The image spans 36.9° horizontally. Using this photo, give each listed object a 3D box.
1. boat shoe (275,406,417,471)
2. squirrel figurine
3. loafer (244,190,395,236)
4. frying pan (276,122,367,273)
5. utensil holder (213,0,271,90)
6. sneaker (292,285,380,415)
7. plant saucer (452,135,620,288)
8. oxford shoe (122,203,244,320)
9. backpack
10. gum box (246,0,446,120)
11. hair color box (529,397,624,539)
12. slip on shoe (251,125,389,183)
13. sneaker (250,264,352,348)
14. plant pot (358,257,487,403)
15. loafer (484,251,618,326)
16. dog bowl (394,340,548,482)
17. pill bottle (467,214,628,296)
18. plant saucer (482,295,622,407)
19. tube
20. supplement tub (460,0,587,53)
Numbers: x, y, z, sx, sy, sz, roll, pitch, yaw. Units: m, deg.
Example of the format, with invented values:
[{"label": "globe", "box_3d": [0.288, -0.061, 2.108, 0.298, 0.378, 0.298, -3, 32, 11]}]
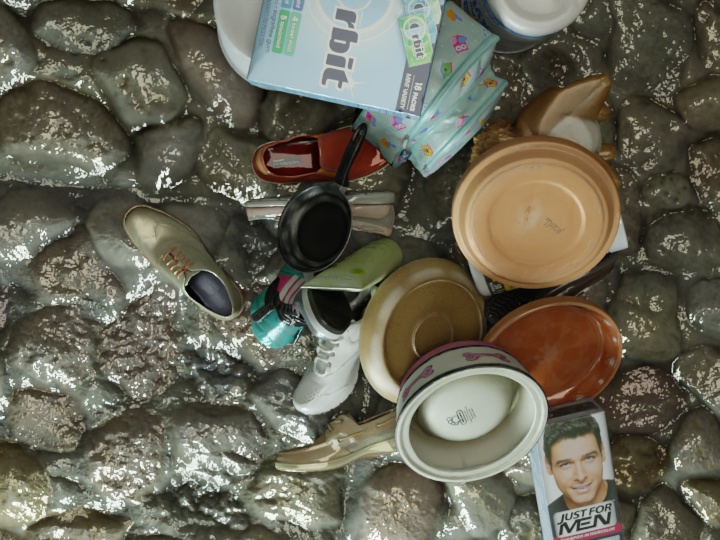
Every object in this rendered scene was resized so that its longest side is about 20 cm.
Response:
[{"label": "boat shoe", "box_3d": [-0.019, 0.222, 1.435, 0.199, 0.072, 0.065, -12, 89, -9]}, {"label": "squirrel figurine", "box_3d": [0.221, -0.164, 1.369, 0.199, 0.187, 0.142, -16, 104, 2]}, {"label": "loafer", "box_3d": [-0.051, -0.069, 1.414, 0.199, 0.072, 0.063, -4, 99, -7]}, {"label": "frying pan", "box_3d": [-0.048, -0.088, 1.344, 0.114, 0.031, 0.191, 4, 79, 34]}, {"label": "utensil holder", "box_3d": [-0.097, -0.315, 1.327, 0.169, 0.200, 0.171, 0, 95, -4]}, {"label": "sneaker", "box_3d": [-0.028, 0.098, 1.408, 0.074, 0.087, 0.200, 32, 84, 37]}, {"label": "plant saucer", "box_3d": [0.209, -0.063, 1.287, 0.199, 0.032, 0.201, 3, 123, 4]}, {"label": "oxford shoe", "box_3d": [-0.228, -0.013, 1.400, 0.200, 0.074, 0.071, 41, 90, -6]}, {"label": "backpack", "box_3d": [0.090, -0.224, 1.323, 0.153, 0.200, 0.176, 40, 70, 8]}, {"label": "gum box", "box_3d": [-0.012, -0.273, 1.204, 0.199, 0.045, 0.171, 13, 93, 1]}, {"label": "hair color box", "box_3d": [0.287, 0.282, 1.452, 0.098, 0.061, 0.201, -12, 102, -4]}, {"label": "slip on shoe", "box_3d": [-0.043, -0.151, 1.411, 0.199, 0.061, 0.075, -7, 92, -6]}, {"label": "sneaker", "box_3d": [-0.083, 0.057, 1.366, 0.083, 0.200, 0.121, 35, 106, -23]}, {"label": "plant pot", "box_3d": [0.090, 0.085, 1.411, 0.199, 0.027, 0.201, -8, 107, -28]}, {"label": "loafer", "box_3d": [0.258, 0.027, 1.450, 0.199, 0.073, 0.071, -30, 131, -4]}, {"label": "dog bowl", "box_3d": [0.135, 0.175, 1.380, 0.199, 0.074, 0.201, -6, 127, -8]}, {"label": "pill bottle", "box_3d": [0.237, -0.043, 1.393, 0.199, 0.111, 0.112, -16, 95, 12]}, {"label": "plant saucer", "box_3d": [0.246, 0.114, 1.425, 0.199, 0.032, 0.201, -6, 127, -8]}, {"label": "tube", "box_3d": [0.000, 0.000, 1.354, 0.058, 0.200, 0.052, -43, 85, 24]}, {"label": "supplement tub", "box_3d": [0.202, -0.347, 1.347, 0.131, 0.200, 0.133, 0, 93, -4]}]
